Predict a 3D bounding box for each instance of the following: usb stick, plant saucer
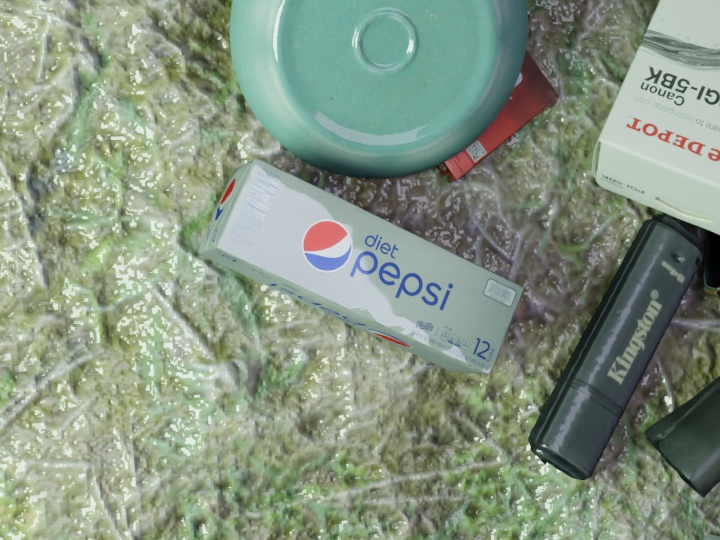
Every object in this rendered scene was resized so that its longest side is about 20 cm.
[{"bbox_3d":[0.183,0.054,0.967,0.055,0.033,0.201,33,77,-12],"label":"usb stick"},{"bbox_3d":[0.015,-0.151,0.883,0.199,0.036,0.201,-2,112,-6],"label":"plant saucer"}]

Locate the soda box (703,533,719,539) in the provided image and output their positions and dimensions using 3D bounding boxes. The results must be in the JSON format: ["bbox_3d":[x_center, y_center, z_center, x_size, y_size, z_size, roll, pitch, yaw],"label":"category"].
[{"bbox_3d":[0.306,0.285,0.973,0.070,0.063,0.200,-45,99,-15],"label":"soda box"}]

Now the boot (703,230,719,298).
[{"bbox_3d":[0.315,-0.057,0.994,0.096,0.075,0.201,13,84,-19],"label":"boot"}]

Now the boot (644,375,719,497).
[{"bbox_3d":[0.288,0.073,0.906,0.200,0.165,0.066,-37,84,5],"label":"boot"}]

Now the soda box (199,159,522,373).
[{"bbox_3d":[0.000,0.000,0.887,0.199,0.068,0.064,25,80,-14],"label":"soda box"}]

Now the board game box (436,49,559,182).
[{"bbox_3d":[0.044,-0.172,0.947,0.103,0.019,0.200,-39,98,-17],"label":"board game box"}]

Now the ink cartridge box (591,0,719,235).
[{"bbox_3d":[0.267,-0.136,0.953,0.146,0.083,0.201,23,78,12],"label":"ink cartridge box"}]
